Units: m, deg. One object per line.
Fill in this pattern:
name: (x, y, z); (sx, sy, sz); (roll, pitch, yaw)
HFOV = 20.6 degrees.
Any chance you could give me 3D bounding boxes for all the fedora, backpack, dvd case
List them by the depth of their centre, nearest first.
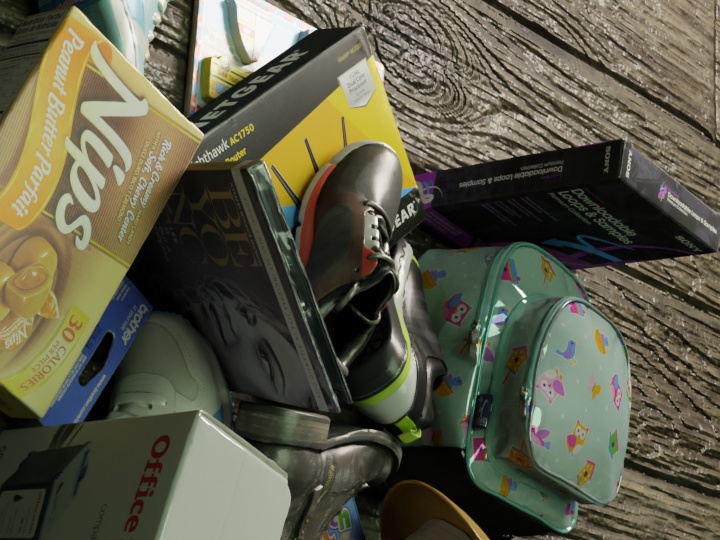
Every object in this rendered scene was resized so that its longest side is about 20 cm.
dvd case: (-0.083, 0.007, 1.184); (0.016, 0.199, 0.150); (-27, 105, -27)
fedora: (0.043, 0.233, 1.272); (0.081, 0.200, 0.202); (-25, 104, -22)
backpack: (0.107, 0.079, 1.435); (0.175, 0.152, 0.202); (30, 54, -49)

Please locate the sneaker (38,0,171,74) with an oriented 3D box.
sneaker: (-0.137, -0.164, 1.242); (0.130, 0.079, 0.202); (-7, 89, -50)

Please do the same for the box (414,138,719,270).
box: (0.148, -0.042, 1.473); (0.143, 0.199, 0.036); (30, 60, -44)

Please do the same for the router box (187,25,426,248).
router box: (-0.051, -0.053, 1.319); (0.200, 0.051, 0.150); (-40, 119, -39)

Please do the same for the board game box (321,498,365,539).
board game box: (-0.038, 0.246, 1.310); (0.151, 0.036, 0.202); (-24, 102, -51)

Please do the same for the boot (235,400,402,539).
boot: (-0.047, 0.177, 1.242); (0.200, 0.069, 0.176); (23, 76, -62)

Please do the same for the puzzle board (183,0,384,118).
puzzle board: (-0.048, -0.107, 1.389); (0.199, 0.017, 0.152); (23, 66, -47)

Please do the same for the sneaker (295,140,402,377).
sneaker: (0.000, 0.000, 1.270); (0.077, 0.081, 0.201); (47, 52, -36)

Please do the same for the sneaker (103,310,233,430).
sneaker: (-0.130, 0.120, 1.187); (0.081, 0.076, 0.202); (26, 63, -56)

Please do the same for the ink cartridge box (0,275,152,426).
ink cartridge box: (-0.213, -0.003, 1.143); (0.200, 0.042, 0.120); (51, 49, -28)

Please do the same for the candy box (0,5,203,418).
candy box: (-0.181, -0.032, 1.101); (0.115, 0.055, 0.201); (45, 59, -33)

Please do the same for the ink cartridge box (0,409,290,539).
ink cartridge box: (-0.151, 0.162, 1.056); (0.086, 0.199, 0.147); (42, 52, -37)

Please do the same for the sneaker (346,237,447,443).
sneaker: (0.019, 0.052, 1.355); (0.083, 0.071, 0.201); (52, 21, -23)
